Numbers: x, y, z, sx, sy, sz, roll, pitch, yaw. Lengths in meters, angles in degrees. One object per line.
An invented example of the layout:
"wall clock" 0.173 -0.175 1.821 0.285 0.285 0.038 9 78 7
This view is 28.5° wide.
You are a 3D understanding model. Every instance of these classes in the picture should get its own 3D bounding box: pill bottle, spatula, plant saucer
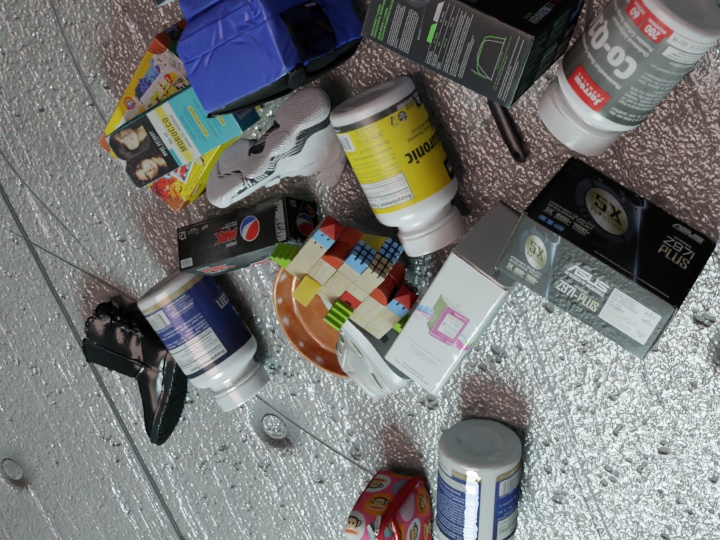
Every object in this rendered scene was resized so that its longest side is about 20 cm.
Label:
"pill bottle" 0.284 -0.223 1.518 0.114 0.114 0.200 41 129 3
"pill bottle" 0.157 0.310 1.903 0.110 0.111 0.201 14 123 23
"pill bottle" 0.051 -0.123 1.715 0.111 0.111 0.201 -14 110 35
"spatula" 0.144 -0.213 1.665 0.056 0.021 0.200 -19 109 50
"plant saucer" -0.026 0.053 1.913 0.199 0.032 0.201 14 122 23
"pill bottle" -0.215 0.095 1.998 0.111 0.111 0.200 -26 102 38

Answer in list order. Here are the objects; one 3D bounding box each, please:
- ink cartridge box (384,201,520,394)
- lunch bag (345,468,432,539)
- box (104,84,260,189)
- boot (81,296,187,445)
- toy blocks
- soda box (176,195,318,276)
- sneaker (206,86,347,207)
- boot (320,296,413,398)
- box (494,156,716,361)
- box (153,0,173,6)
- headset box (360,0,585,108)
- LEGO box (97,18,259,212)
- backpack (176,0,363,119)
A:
"ink cartridge box" 0.130 0.033 1.735 0.085 0.145 0.200 37 129 6
"lunch bag" 0.034 0.398 1.984 0.082 0.176 0.201 8 121 27
"box" -0.226 -0.179 1.784 0.199 0.049 0.083 -24 104 36
"boot" -0.342 0.150 2.129 0.162 0.073 0.199 22 119 16
"toy blocks" 0.000 0.000 1.753 0.200 0.100 0.137 37 148 -5
"soda box" -0.151 -0.044 1.894 0.199 0.071 0.064 -13 76 36
"sneaker" -0.092 -0.132 1.770 0.200 0.075 0.115 -40 135 12
"boot" -0.014 0.081 1.858 0.200 0.073 0.096 55 137 1
"box" 0.280 -0.017 1.608 0.200 0.164 0.086 33 128 11
"box" -0.182 -0.425 1.676 0.200 0.115 0.132 -25 104 39
"headset box" 0.120 -0.286 1.540 0.199 0.174 0.093 29 128 15
"LEGO box" -0.235 -0.201 1.859 0.149 0.077 0.200 40 129 3
"backpack" -0.097 -0.290 1.651 0.162 0.200 0.169 -13 100 37
